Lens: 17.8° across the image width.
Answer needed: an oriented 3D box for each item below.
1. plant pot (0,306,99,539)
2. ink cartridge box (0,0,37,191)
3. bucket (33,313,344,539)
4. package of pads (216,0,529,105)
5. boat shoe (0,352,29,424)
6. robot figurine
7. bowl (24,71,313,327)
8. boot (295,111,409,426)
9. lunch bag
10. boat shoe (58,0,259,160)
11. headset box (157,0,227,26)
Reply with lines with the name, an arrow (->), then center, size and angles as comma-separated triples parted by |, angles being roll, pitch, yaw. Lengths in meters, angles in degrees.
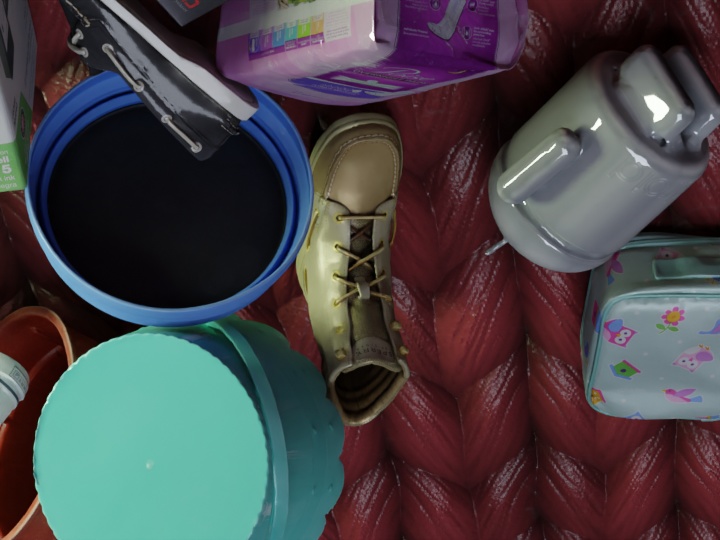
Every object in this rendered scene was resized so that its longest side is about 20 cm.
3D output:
plant pot -> -0.202, 0.154, 1.813 | 0.194, 0.202, 0.201 | 22, 132, -34
ink cartridge box -> -0.269, -0.169, 1.491 | 0.083, 0.146, 0.201 | -5, 137, 1
bucket -> -0.121, 0.129, 1.609 | 0.206, 0.209, 0.135 | -20, 175, 17
package of pads -> 0.005, -0.157, 1.497 | 0.120, 0.076, 0.199 | 5, 174, -33
boat shoe -> -0.350, 0.069, 1.739 | 0.199, 0.067, 0.074 | 17, 148, 19
robot figurine -> 0.168, -0.076, 1.637 | 0.169, 0.114, 0.200 | -2, 146, -46
bowl -> -0.132, -0.053, 1.588 | 0.199, 0.202, 0.039 | 4, 152, -7
boot -> 0.000, 0.000, 1.673 | 0.072, 0.156, 0.201 | 1, 139, -15
lunch bag -> 0.274, 0.040, 1.793 | 0.198, 0.077, 0.161 | -1, 135, -3
boat shoe -> -0.160, -0.152, 1.543 | 0.200, 0.074, 0.060 | 38, 103, -21
headset box -> -0.094, -0.256, 1.460 | 0.199, 0.075, 0.149 | -25, 133, 21
